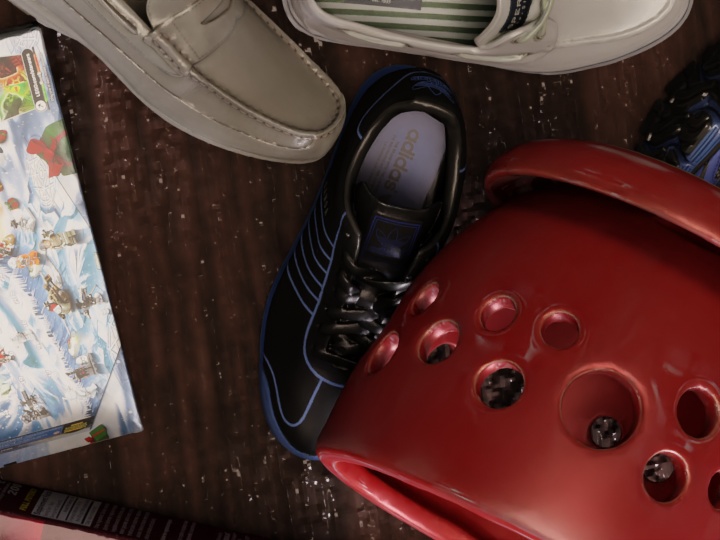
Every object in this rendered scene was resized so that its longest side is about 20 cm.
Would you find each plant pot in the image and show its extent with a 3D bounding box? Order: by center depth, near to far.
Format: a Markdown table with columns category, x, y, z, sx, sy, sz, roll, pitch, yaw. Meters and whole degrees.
| category | x | y | z | sx | sy | sz | roll | pitch | yaw |
| --- | --- | --- | --- | --- | --- | --- | --- | --- | --- |
| plant pot | 0.104 | 0.050 | 1.227 | 0.200 | 0.200 | 0.183 | 28 | 78 | -12 |

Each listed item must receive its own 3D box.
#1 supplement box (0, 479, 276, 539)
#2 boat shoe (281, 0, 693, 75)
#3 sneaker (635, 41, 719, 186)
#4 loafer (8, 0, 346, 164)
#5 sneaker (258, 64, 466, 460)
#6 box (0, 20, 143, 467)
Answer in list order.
| category | x | y | z | sx | sy | sz | roll | pitch | yaw |
| --- | --- | --- | --- | --- | --- | --- | --- | --- | --- |
| supplement box | -0.100 | 0.175 | 1.297 | 0.200 | 0.061 | 0.109 | 12 | 99 | 0 |
| boat shoe | 0.064 | -0.124 | 1.274 | 0.200 | 0.067 | 0.074 | -4 | 101 | -7 |
| sneaker | 0.213 | -0.086 | 1.300 | 0.200 | 0.075 | 0.078 | -43 | 106 | 3 |
| loafer | -0.088 | -0.120 | 1.246 | 0.200 | 0.070 | 0.070 | 32 | 140 | -13 |
| sneaker | 0.000 | 0.000 | 1.282 | 0.070 | 0.078 | 0.200 | 14 | 98 | -9 |
| box | -0.192 | -0.004 | 1.275 | 0.137 | 0.040 | 0.200 | -14 | 102 | -6 |
